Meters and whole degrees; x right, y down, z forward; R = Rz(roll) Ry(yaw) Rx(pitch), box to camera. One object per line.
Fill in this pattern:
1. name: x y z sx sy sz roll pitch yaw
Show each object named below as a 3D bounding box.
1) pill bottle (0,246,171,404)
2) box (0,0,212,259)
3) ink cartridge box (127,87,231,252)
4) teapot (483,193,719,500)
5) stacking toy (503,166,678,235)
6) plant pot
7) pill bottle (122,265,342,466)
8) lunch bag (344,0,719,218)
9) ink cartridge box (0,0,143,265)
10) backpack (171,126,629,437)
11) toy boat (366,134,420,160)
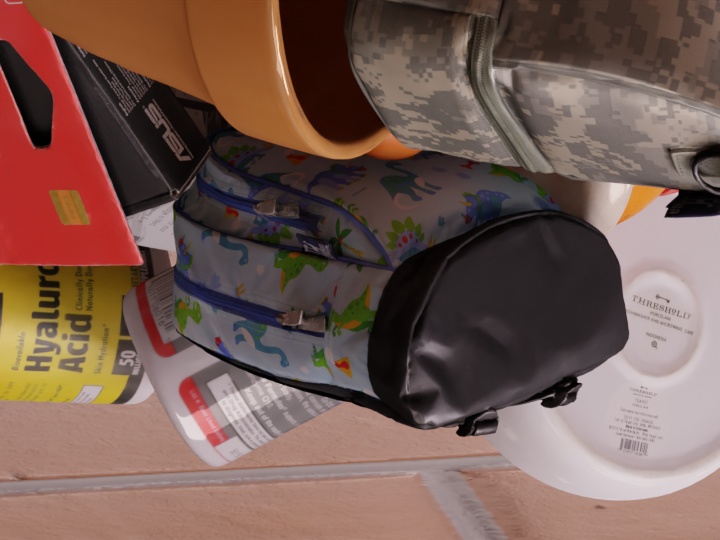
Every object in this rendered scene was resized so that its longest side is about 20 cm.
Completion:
1. pill bottle: -0.218 0.021 1.730 0.199 0.112 0.111 3 160 -23
2. box: -0.197 -0.098 1.386 0.193 0.048 0.200 -15 118 40
3. ink cartridge box: -0.113 -0.077 1.531 0.199 0.084 0.145 10 157 -24
4. teapot: 0.121 0.028 1.568 0.197 0.200 0.146 -36 -164 -24
5. stacking toy: 0.166 -0.096 1.463 0.199 0.147 0.146 -10 165 -26
6. plant pot: -0.054 -0.154 1.202 0.139 0.201 0.200 10 164 21
7. pill bottle: -0.022 0.017 1.660 0.199 0.114 0.114 -27 155 5
8. lunch bag: 0.101 -0.133 1.176 0.167 0.201 0.139 9 161 21
9. ink cartridge box: -0.212 -0.071 1.354 0.176 0.045 0.201 2 128 31
10. backpack: 0.000 0.000 1.409 0.200 0.155 0.163 -3 -169 46
11. toy boat: 0.012 -0.113 1.366 0.130 0.131 0.200 8 158 -19
